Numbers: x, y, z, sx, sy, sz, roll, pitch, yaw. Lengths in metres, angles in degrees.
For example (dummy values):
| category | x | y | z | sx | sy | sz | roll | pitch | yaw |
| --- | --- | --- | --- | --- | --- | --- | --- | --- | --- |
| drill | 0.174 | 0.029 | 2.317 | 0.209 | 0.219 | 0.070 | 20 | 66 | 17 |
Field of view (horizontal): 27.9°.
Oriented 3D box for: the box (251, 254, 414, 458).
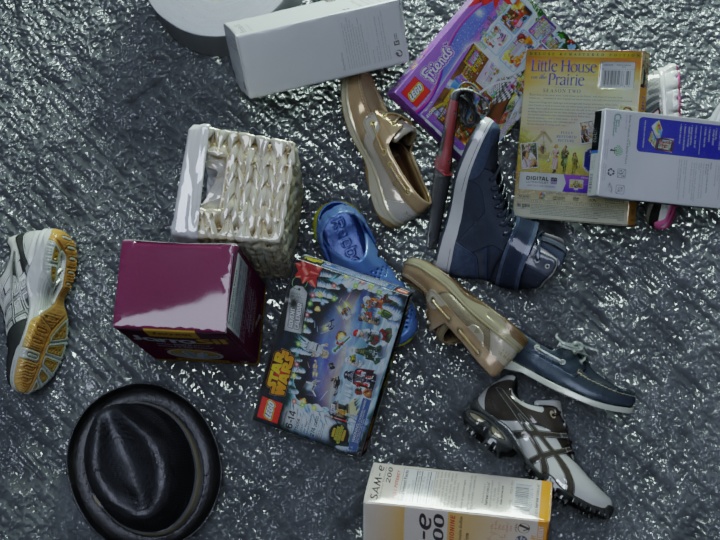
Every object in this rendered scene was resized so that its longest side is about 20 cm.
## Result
| category | x | y | z | sx | sy | sz | roll | pitch | yaw |
| --- | --- | --- | --- | --- | --- | --- | --- | --- | --- |
| box | -0.032 | 0.097 | 1.652 | 0.137 | 0.040 | 0.201 | 18 | 102 | 11 |

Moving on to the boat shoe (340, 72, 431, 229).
| category | x | y | z | sx | sy | sz | roll | pitch | yaw |
| --- | --- | --- | --- | --- | --- | --- | --- | --- | --- |
| boat shoe | 0.036 | -0.152 | 1.718 | 0.069 | 0.074 | 0.200 | -23 | 80 | 29 |

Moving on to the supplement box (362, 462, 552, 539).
| category | x | y | z | sx | sy | sz | roll | pitch | yaw |
| --- | --- | --- | --- | --- | --- | --- | --- | --- | --- |
| supplement box | 0.104 | 0.288 | 1.578 | 0.199 | 0.074 | 0.126 | 4 | 121 | 8 |

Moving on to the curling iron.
| category | x | y | z | sx | sy | sz | roll | pitch | yaw |
| --- | --- | --- | --- | --- | --- | --- | --- | --- | --- |
| curling iron | 0.107 | -0.121 | 1.695 | 0.049 | 0.026 | 0.201 | 14 | 103 | -5 |

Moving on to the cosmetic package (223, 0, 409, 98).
| category | x | y | z | sx | sy | sz | roll | pitch | yaw |
| --- | --- | --- | --- | --- | --- | --- | --- | --- | --- |
| cosmetic package | -0.054 | -0.270 | 1.719 | 0.199 | 0.113 | 0.081 | -14 | 109 | -11 |

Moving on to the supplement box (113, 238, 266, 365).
| category | x | y | z | sx | sy | sz | roll | pitch | yaw |
| --- | --- | --- | --- | --- | --- | --- | --- | --- | --- |
| supplement box | -0.187 | 0.039 | 1.639 | 0.131 | 0.200 | 0.104 | 3 | 76 | 8 |

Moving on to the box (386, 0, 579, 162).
| category | x | y | z | sx | sy | sz | roll | pitch | yaw |
| --- | --- | --- | --- | --- | --- | --- | --- | --- | --- |
| box | 0.147 | -0.238 | 1.726 | 0.137 | 0.039 | 0.200 | 42 | 83 | -13 |

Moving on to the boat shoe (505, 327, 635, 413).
| category | x | y | z | sx | sy | sz | roll | pitch | yaw |
| --- | --- | --- | --- | --- | --- | --- | --- | --- | --- |
| boat shoe | 0.223 | 0.104 | 1.646 | 0.200 | 0.075 | 0.062 | 23 | 91 | 20 |

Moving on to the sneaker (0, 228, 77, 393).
| category | x | y | z | sx | sy | sz | roll | pitch | yaw |
| --- | --- | --- | --- | --- | --- | --- | --- | --- | --- |
| sneaker | -0.399 | 0.049 | 1.735 | 0.087 | 0.076 | 0.201 | 2 | 73 | 23 |

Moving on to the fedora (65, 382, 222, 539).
| category | x | y | z | sx | sy | sz | roll | pitch | yaw |
| --- | --- | --- | --- | --- | --- | --- | --- | --- | --- |
| fedora | -0.256 | 0.220 | 1.655 | 0.200 | 0.092 | 0.201 | -1 | 76 | 5 |

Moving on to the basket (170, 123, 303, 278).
| category | x | y | z | sx | sy | sz | roll | pitch | yaw |
| --- | --- | --- | --- | --- | --- | --- | --- | --- | --- |
| basket | -0.135 | -0.071 | 1.664 | 0.123 | 0.200 | 0.136 | 7 | 77 | 3 |

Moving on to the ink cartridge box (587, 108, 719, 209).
| category | x | y | z | sx | sy | sz | roll | pitch | yaw |
| --- | --- | --- | --- | --- | --- | --- | --- | --- | --- |
| ink cartridge box | 0.356 | -0.121 | 1.621 | 0.199 | 0.039 | 0.100 | 6 | 90 | -9 |

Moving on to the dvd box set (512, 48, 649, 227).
| category | x | y | z | sx | sy | sz | roll | pitch | yaw |
| --- | --- | --- | --- | --- | --- | --- | --- | --- | --- |
| dvd box set | 0.254 | -0.155 | 1.677 | 0.146 | 0.029 | 0.201 | 5 | 92 | 29 |

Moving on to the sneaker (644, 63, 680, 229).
| category | x | y | z | sx | sy | sz | roll | pitch | yaw |
| --- | --- | --- | --- | --- | --- | --- | --- | --- | --- |
| sneaker | 0.331 | -0.144 | 1.695 | 0.087 | 0.074 | 0.201 | -1 | 77 | 13 |

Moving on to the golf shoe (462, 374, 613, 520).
| category | x | y | z | sx | sy | sz | roll | pitch | yaw |
| --- | --- | --- | --- | --- | --- | --- | --- | --- | --- |
| golf shoe | 0.212 | 0.195 | 1.620 | 0.200 | 0.078 | 0.095 | 38 | 83 | 12 |

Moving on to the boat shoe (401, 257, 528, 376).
| category | x | y | z | sx | sy | sz | roll | pitch | yaw |
| --- | --- | --- | --- | --- | --- | --- | --- | --- | --- |
| boat shoe | 0.102 | 0.049 | 1.639 | 0.065 | 0.071 | 0.200 | -52 | 44 | 0 |

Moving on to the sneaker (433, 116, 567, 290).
| category | x | y | z | sx | sy | sz | roll | pitch | yaw |
| --- | --- | --- | --- | --- | --- | --- | --- | --- | --- |
| sneaker | 0.173 | -0.069 | 1.652 | 0.146 | 0.077 | 0.203 | 17 | 123 | 11 |

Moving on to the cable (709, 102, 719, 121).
| category | x | y | z | sx | sy | sz | roll | pitch | yaw |
| --- | --- | --- | --- | --- | --- | --- | --- | --- | --- |
| cable | 0.494 | -0.136 | 1.674 | 0.200 | 0.069 | 0.200 | -36 | 75 | -3 |

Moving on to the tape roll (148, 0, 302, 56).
| category | x | y | z | sx | sy | sz | roll | pitch | yaw |
| --- | --- | --- | --- | --- | --- | --- | --- | --- | --- |
| tape roll | -0.170 | -0.372 | 1.808 | 0.200 | 0.066 | 0.201 | -2 | 76 | 7 |

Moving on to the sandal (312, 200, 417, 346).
| category | x | y | z | sx | sy | sz | roll | pitch | yaw |
| --- | --- | --- | --- | --- | --- | --- | --- | --- | --- |
| sandal | 0.000 | 0.000 | 1.687 | 0.079 | 0.087 | 0.200 | -31 | 77 | -4 |
